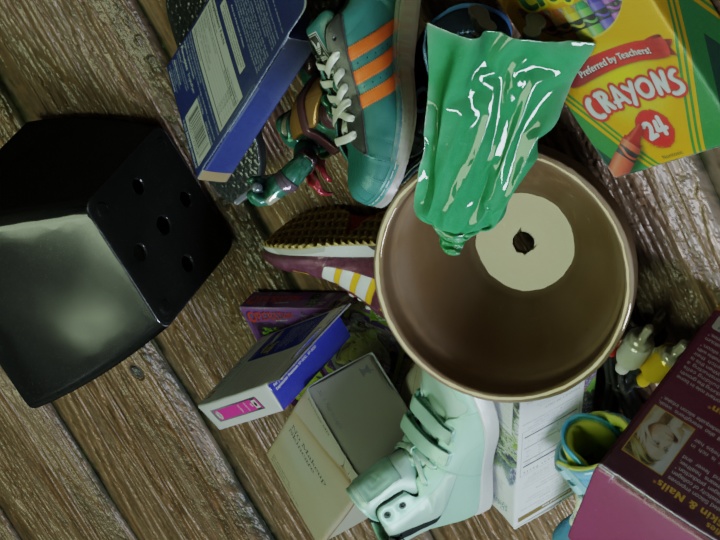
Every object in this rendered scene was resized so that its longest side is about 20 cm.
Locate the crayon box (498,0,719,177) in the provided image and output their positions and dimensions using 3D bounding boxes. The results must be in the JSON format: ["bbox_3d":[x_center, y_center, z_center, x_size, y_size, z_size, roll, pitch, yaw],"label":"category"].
[{"bbox_3d":[0.176,-0.167,1.429,0.127,0.051,0.200,-17,113,52],"label":"crayon box"}]

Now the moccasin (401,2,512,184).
[{"bbox_3d":[0.060,-0.120,1.562,0.080,0.069,0.200,19,146,-8],"label":"moccasin"}]

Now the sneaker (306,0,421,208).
[{"bbox_3d":[-0.005,-0.147,1.512,0.071,0.079,0.202,170,104,-69],"label":"sneaker"}]

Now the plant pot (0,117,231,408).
[{"bbox_3d":[-0.238,-0.022,1.881,0.177,0.200,0.201,-12,118,38],"label":"plant pot"}]

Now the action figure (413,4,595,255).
[{"bbox_3d":[0.082,-0.091,1.472,0.117,0.055,0.201,9,128,-7],"label":"action figure"}]

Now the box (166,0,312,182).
[{"bbox_3d":[-0.087,-0.177,1.611,0.200,0.032,0.122,-54,43,42],"label":"box"}]

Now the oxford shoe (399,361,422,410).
[{"bbox_3d":[0.064,0.110,1.776,0.070,0.074,0.201,18,131,6],"label":"oxford shoe"}]

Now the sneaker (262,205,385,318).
[{"bbox_3d":[0.000,0.000,1.756,0.199,0.075,0.091,2,123,45],"label":"sneaker"}]

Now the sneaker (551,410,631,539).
[{"bbox_3d":[0.191,0.174,1.703,0.130,0.080,0.200,38,144,-13],"label":"sneaker"}]

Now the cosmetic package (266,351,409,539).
[{"bbox_3d":[-0.014,0.161,1.850,0.104,0.073,0.200,58,159,13],"label":"cosmetic package"}]

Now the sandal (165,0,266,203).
[{"bbox_3d":[-0.109,-0.152,1.739,0.075,0.048,0.202,11,121,39],"label":"sandal"}]

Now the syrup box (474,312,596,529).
[{"bbox_3d":[0.136,0.113,1.708,0.079,0.081,0.201,48,156,34],"label":"syrup box"}]

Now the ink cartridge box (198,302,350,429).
[{"bbox_3d":[-0.069,0.085,1.818,0.037,0.095,0.200,46,155,-8],"label":"ink cartridge box"}]

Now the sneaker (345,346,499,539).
[{"bbox_3d":[0.045,0.145,1.680,0.074,0.118,0.201,47,153,43],"label":"sneaker"}]

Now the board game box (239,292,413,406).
[{"bbox_3d":[-0.010,0.074,1.883,0.199,0.032,0.120,1,131,43],"label":"board game box"}]

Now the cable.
[{"bbox_3d":[0.203,0.085,1.664,0.097,0.050,0.201,35,145,18],"label":"cable"}]

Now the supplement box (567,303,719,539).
[{"bbox_3d":[0.263,0.140,1.530,0.131,0.200,0.104,34,144,15],"label":"supplement box"}]

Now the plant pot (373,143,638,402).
[{"bbox_3d":[0.117,-0.009,1.585,0.199,0.093,0.202,6,110,16],"label":"plant pot"}]

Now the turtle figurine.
[{"bbox_3d":[-0.042,-0.131,1.648,0.200,0.100,0.151,-33,61,60],"label":"turtle figurine"}]
